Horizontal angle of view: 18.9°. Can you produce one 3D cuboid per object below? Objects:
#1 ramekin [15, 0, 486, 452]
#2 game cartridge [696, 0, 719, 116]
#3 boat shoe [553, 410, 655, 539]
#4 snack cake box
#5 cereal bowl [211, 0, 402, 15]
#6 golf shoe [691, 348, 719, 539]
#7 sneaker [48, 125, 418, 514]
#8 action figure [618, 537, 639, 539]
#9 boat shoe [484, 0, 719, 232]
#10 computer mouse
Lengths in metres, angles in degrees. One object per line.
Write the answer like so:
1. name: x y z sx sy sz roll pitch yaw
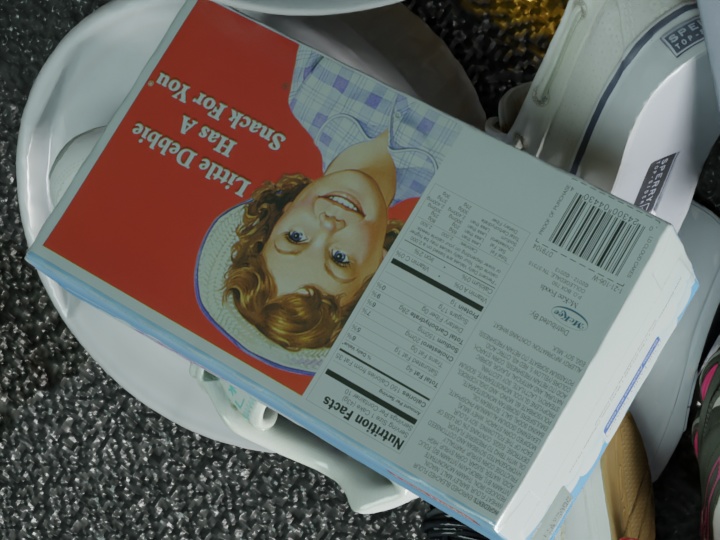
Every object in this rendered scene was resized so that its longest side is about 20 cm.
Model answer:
1. ramekin: -0.035 -0.035 0.894 0.201 0.094 0.204 11 119 20
2. game cartridge: 0.178 -0.048 0.686 0.133 0.042 0.201 18 144 37
3. boat shoe: 0.085 0.138 0.893 0.069 0.071 0.201 5 124 19
4. snack cake box: 0.000 0.000 0.742 0.199 0.067 0.115 29 83 23
5. cereal bowl: -0.018 -0.189 0.707 0.198 0.083 0.201 -2 112 -4
6. golf shoe: 0.165 0.128 0.872 0.077 0.088 0.201 -5 121 14
7. sneaker: -0.041 0.015 0.817 0.200 0.080 0.071 35 126 8
8. action figure: 0.133 0.185 0.830 0.065 0.099 0.200 7 142 48
9. boat shoe: 0.078 -0.039 0.802 0.070 0.071 0.201 54 150 25
10. computer mouse: 0.099 0.058 0.906 0.109 0.044 0.201 24 122 14
